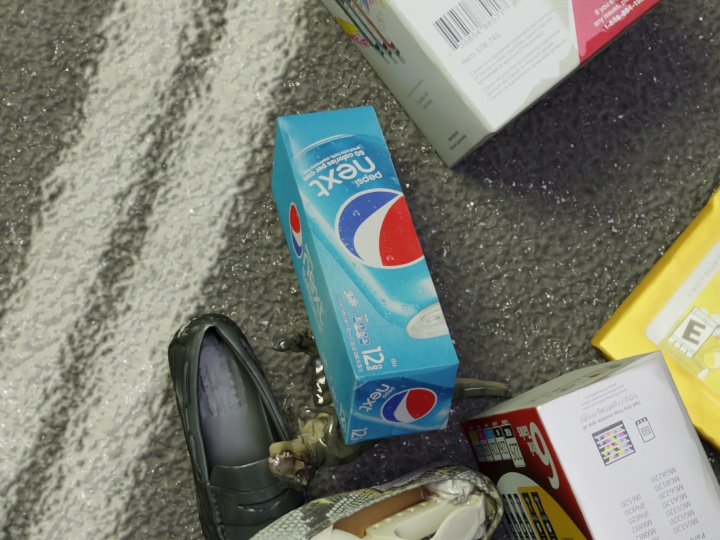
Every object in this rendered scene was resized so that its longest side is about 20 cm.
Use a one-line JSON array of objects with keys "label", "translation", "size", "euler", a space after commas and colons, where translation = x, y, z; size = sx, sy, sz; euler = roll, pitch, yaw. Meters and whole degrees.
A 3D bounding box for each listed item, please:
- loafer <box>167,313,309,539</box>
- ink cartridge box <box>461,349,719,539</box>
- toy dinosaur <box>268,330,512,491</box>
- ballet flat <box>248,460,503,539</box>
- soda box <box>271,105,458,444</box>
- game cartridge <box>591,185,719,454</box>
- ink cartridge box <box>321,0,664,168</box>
[{"label": "loafer", "translation": [-0.069, 0.124, 1.430], "size": [0.068, 0.070, 0.202], "euler": [-17, 88, -10]}, {"label": "ink cartridge box", "translation": [0.148, 0.148, 1.394], "size": [0.083, 0.200, 0.176], "euler": [-23, 88, -11]}, {"label": "toy dinosaur", "translation": [0.001, 0.069, 1.439], "size": [0.199, 0.047, 0.089], "euler": [-21, 84, -39]}, {"label": "ballet flat", "translation": [0.006, 0.164, 1.404], "size": [0.199, 0.072, 0.072], "euler": [-21, 87, -33]}, {"label": "soda box", "translation": [0.000, 0.000, 1.406], "size": [0.064, 0.068, 0.201], "euler": [-8, 53, -13]}, {"label": "game cartridge", "translation": [0.272, 0.025, 1.476], "size": [0.176, 0.032, 0.200], "euler": [39, 88, 16]}, {"label": "ink cartridge box", "translation": [0.059, -0.191, 1.444], "size": [0.145, 0.145, 0.200], "euler": [-37, 91, -10]}]
